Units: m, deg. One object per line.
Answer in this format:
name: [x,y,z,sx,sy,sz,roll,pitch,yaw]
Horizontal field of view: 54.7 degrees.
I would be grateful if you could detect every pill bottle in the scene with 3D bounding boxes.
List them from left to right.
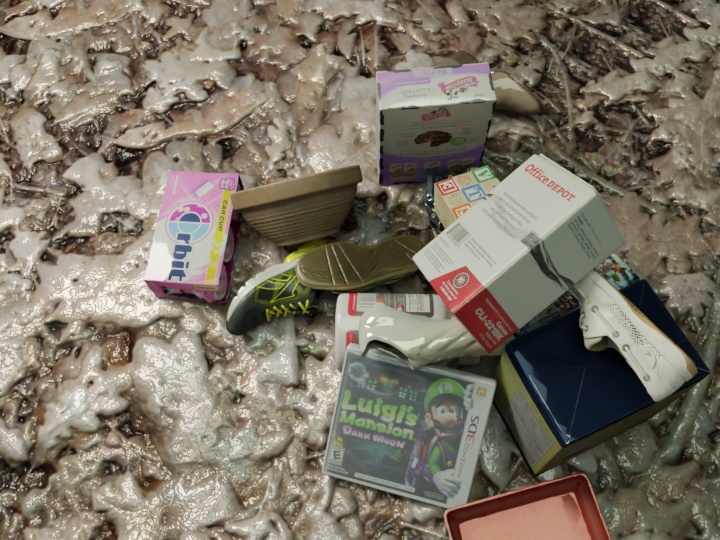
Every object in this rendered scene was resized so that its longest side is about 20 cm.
pill bottle: [0.066,0.088,0.972,0.198,0.111,0.112,1,65,2]

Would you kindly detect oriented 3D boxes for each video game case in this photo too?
video game case: [0.061,0.206,0.914,0.198,0.023,0.184,13,100,8]

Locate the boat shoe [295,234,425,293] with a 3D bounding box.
boat shoe: [0.000,-0.002,1.014,0.199,0.063,0.074,-14,64,-23]

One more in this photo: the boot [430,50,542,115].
boot: [0.183,-0.277,1.169,0.199,0.070,0.146,37,78,18]

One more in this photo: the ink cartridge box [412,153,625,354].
ink cartridge box: [0.178,-0.025,0.808,0.200,0.084,0.145,-41,29,6]

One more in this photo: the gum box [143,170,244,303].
gum box: [-0.250,-0.049,1.067,0.112,0.066,0.202,4,66,5]

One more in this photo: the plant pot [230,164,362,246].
plant pot: [-0.087,-0.092,1.039,0.199,0.201,0.094,-14,98,-5]

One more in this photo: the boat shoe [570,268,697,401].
boat shoe: [0.276,0.061,0.782,0.069,0.071,0.200,-45,53,9]

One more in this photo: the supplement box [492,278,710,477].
supplement box: [0.289,0.144,0.891,0.198,0.200,0.135,-23,65,-9]

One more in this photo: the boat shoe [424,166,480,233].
boat shoe: [0.148,-0.063,1.070,0.090,0.071,0.202,-6,64,10]

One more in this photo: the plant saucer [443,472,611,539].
plant saucer: [0.224,0.380,0.875,0.198,0.037,0.202,-14,65,-5]

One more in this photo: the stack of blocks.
stack of blocks: [0.193,-0.054,0.963,0.114,0.059,0.201,-18,51,-9]

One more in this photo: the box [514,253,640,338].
box: [0.262,0.016,0.966,0.199,0.040,0.137,-26,55,-15]

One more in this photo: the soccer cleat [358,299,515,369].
soccer cleat: [0.094,0.092,0.878,0.198,0.069,0.078,9,62,7]

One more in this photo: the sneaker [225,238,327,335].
sneaker: [-0.107,0.035,1.021,0.200,0.075,0.085,-40,71,-15]

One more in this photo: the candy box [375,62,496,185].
candy box: [0.107,-0.218,1.063,0.166,0.200,0.072,-4,65,-1]
